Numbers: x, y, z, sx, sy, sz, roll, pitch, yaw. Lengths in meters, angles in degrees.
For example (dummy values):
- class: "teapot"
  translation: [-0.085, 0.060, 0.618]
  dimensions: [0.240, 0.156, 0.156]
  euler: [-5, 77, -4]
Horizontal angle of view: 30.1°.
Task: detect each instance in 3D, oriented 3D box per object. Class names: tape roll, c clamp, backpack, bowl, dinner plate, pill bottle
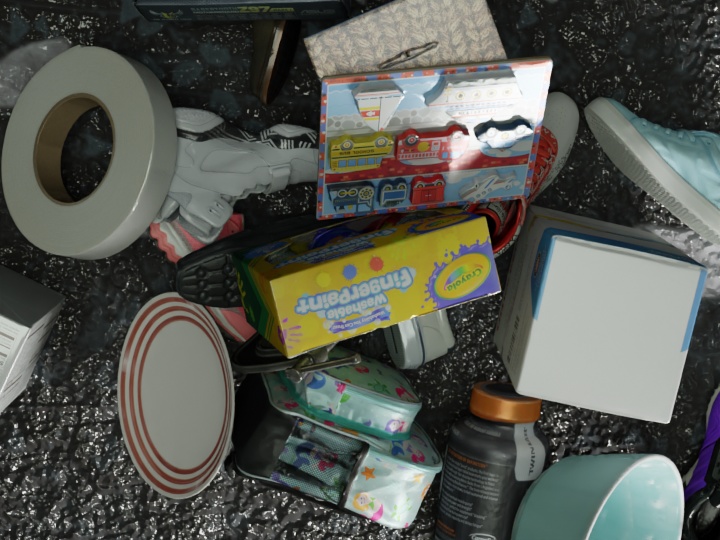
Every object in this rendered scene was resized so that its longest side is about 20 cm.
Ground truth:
- class: "tape roll"
  translation: [-0.261, -0.112, 1.276]
  dimensions: [0.201, 0.037, 0.205]
  euler: [-5, 81, 32]
- class: "c clamp"
  translation: [-0.034, 0.056, 1.266]
  dimensions: [0.170, 0.200, 0.027]
  euler: [-12, 110, 30]
- class: "backpack"
  translation: [-0.018, 0.159, 1.305]
  dimensions: [0.199, 0.178, 0.151]
  euler: [29, 97, -17]
- class: "bowl"
  translation: [0.219, 0.260, 1.300]
  dimensions: [0.104, 0.200, 0.203]
  euler: [17, 103, 39]
- class: "dinner plate"
  translation: [-0.178, 0.122, 1.321]
  dimensions: [0.024, 0.199, 0.202]
  euler: [2, 104, -41]
- class: "pill bottle"
  translation: [0.133, 0.216, 1.348]
  dimensions: [0.105, 0.106, 0.202]
  euler: [8, 101, 0]

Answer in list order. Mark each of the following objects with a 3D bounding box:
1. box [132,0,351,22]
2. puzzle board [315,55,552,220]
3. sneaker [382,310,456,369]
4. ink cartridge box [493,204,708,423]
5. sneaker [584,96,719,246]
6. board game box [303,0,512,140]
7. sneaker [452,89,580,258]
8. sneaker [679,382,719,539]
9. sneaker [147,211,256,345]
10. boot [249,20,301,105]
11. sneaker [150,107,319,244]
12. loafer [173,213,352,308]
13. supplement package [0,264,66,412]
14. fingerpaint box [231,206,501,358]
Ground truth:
- class: "box"
  translation: [-0.104, -0.310, 1.228]
  dimensions: [0.198, 0.051, 0.159]
  euler: [1, 80, 10]
- class: "puzzle board"
  translation: [0.061, -0.110, 1.152]
  dimensions: [0.198, 0.017, 0.152]
  euler: [-7, 135, -11]
- class: "sneaker"
  translation: [0.047, -0.005, 1.337]
  dimensions: [0.070, 0.073, 0.202]
  euler: [-15, 100, -22]
- class: "ink cartridge box"
  translation: [0.218, 0.035, 1.266]
  dimensions: [0.145, 0.200, 0.148]
  euler: [12, 101, -3]
- class: "sneaker"
  translation: [0.308, -0.114, 1.310]
  dimensions: [0.200, 0.074, 0.082]
  euler: [41, 83, -10]
- class: "board game box"
  translation: [0.042, -0.198, 1.227]
  dimensions: [0.158, 0.200, 0.098]
  euler: [-22, 99, 4]
- class: "sneaker"
  translation: [0.153, -0.088, 1.281]
  dimensions: [0.067, 0.108, 0.202]
  euler: [40, 89, -7]
- class: "sneaker"
  translation: [0.374, 0.198, 1.342]
  dimensions: [0.069, 0.100, 0.202]
  euler: [20, 101, -5]
- class: "sneaker"
  translation: [-0.140, -0.014, 1.329]
  dimensions: [0.086, 0.074, 0.201]
  euler: [-35, 100, 1]
- class: "boot"
  translation: [-0.105, -0.265, 1.289]
  dimensions: [0.096, 0.075, 0.202]
  euler: [11, 91, 9]
- class: "sneaker"
  translation: [-0.110, -0.082, 1.287]
  dimensions: [0.198, 0.075, 0.116]
  euler: [10, 74, -12]
- class: "loafer"
  translation: [-0.089, -0.013, 1.301]
  dimensions: [0.199, 0.070, 0.069]
  euler: [-13, 123, -22]
- class: "supplement package"
  translation: [-0.412, 0.045, 1.301]
  dimensions: [0.199, 0.156, 0.112]
  euler: [26, 99, -4]
- class: "fingerpaint box"
  translation: [0.000, 0.000, 1.196]
  dimensions: [0.198, 0.167, 0.074]
  euler: [-16, 103, -13]
